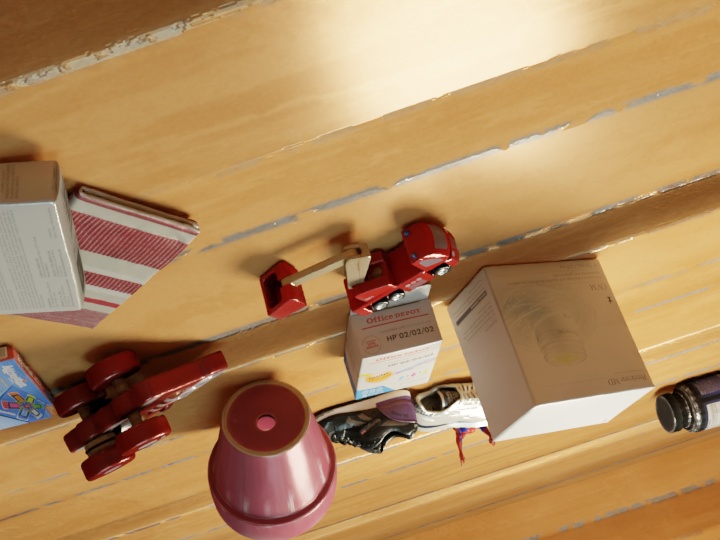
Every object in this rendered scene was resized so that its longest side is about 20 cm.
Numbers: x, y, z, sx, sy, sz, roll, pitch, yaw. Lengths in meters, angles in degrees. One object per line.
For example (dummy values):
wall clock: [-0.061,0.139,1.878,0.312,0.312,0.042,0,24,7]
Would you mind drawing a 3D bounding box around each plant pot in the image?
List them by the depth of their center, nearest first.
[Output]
plant pot: [-0.132,0.264,1.374,0.198,0.201,0.180,-12,139,-11]

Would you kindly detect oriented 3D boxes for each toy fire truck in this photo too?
toy fire truck: [0.000,0.000,1.066,0.199,0.049,0.141,-30,152,25]
toy fire truck: [-0.277,0.171,1.184,0.199,0.113,0.167,-35,168,35]

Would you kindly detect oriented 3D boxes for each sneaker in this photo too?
sneaker: [-0.002,0.269,1.561,0.198,0.088,0.076,-20,155,6]
sneaker: [0.181,0.226,1.619,0.198,0.077,0.081,-14,145,-11]

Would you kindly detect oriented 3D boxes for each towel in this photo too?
towel: [-0.269,-0.009,0.911,0.199,0.023,0.143,-36,147,30]

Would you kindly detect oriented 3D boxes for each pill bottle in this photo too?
pill bottle: [0.767,0.296,2.084,0.198,0.113,0.112,-13,155,-9]

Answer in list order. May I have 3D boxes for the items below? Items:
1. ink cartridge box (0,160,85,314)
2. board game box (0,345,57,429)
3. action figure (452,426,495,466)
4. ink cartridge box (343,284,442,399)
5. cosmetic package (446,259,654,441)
ink cartridge box: [-0.346,-0.020,0.798,0.197,0.058,0.163,0,145,-8]
board game box: [-0.435,0.146,1.116,0.102,0.020,0.201,-12,154,-8]
action figure: [0.229,0.301,1.772,0.064,0.100,0.200,-5,155,-21]
ink cartridge box: [0.043,0.101,1.274,0.114,0.068,0.201,-13,154,-10]
cosmetic package: [0.252,0.103,1.259,0.197,0.202,0.123,-4,152,-27]
